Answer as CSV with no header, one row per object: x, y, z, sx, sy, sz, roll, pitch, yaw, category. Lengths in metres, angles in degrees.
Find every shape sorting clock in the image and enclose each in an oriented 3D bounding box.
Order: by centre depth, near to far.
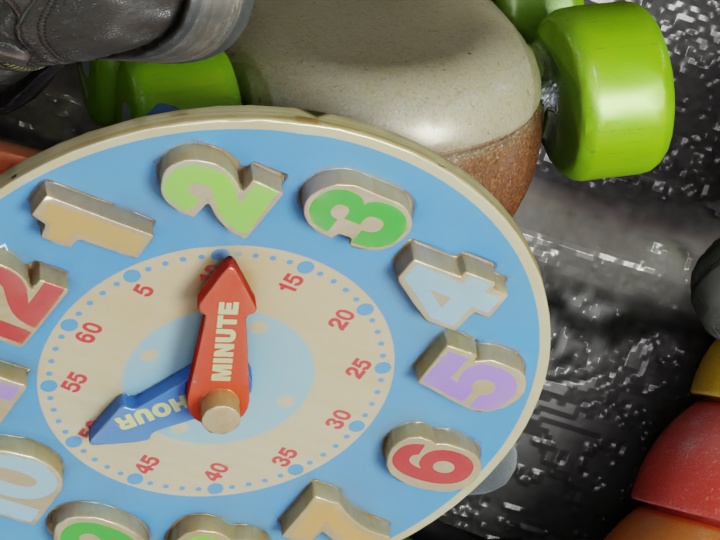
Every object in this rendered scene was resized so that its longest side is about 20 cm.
-0.042,0.031,0.755,0.200,0.039,0.200,-2,132,-3,shape sorting clock

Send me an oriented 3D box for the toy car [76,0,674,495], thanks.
0.000,0.000,0.838,0.164,0.158,0.200,-7,118,-13,toy car

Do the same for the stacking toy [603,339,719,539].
0.158,0.061,0.891,0.146,0.146,0.200,17,85,-10,stacking toy

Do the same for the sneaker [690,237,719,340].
0.168,-0.061,0.851,0.200,0.076,0.116,-28,71,-21,sneaker

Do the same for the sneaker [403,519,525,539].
0.051,0.138,0.818,0.071,0.200,0.083,-40,147,-20,sneaker

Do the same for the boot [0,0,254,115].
-0.145,-0.084,0.692,0.174,0.200,0.069,-1,86,-43,boot

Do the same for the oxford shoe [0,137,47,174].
-0.155,-0.026,0.809,0.200,0.073,0.071,5,115,23,oxford shoe

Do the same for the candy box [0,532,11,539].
-0.166,0.133,0.854,0.169,0.077,0.200,-25,109,32,candy box
